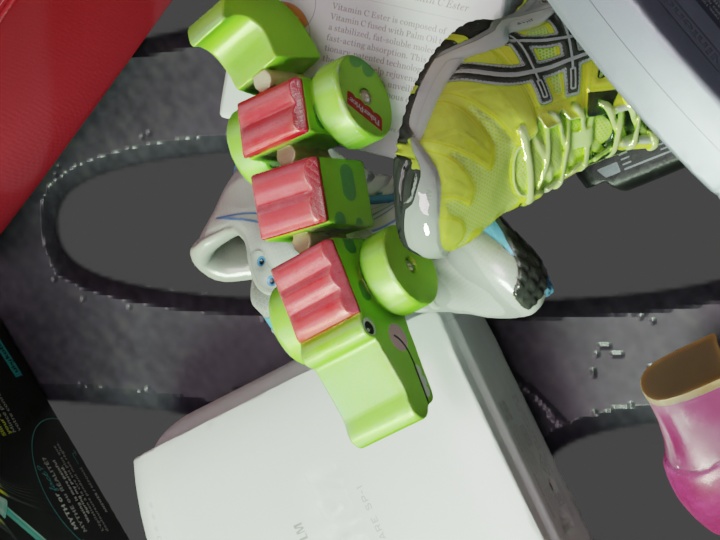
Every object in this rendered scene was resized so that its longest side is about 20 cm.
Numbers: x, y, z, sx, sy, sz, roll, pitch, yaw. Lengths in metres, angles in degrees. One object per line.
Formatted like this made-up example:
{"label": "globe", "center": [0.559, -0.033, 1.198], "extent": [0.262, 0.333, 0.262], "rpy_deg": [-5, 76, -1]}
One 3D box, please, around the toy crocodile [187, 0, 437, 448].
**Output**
{"label": "toy crocodile", "center": [-0.019, -0.024, 1.077], "extent": [0.067, 0.062, 0.201], "rpy_deg": [-22, 78, 32]}

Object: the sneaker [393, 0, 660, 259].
{"label": "sneaker", "center": [0.084, -0.072, 1.064], "extent": [0.076, 0.200, 0.076], "rpy_deg": [20, 138, 29]}

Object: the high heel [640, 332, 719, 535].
{"label": "high heel", "center": [0.228, 0.053, 1.123], "extent": [0.199, 0.067, 0.096], "rpy_deg": [-24, 125, 6]}

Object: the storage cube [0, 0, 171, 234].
{"label": "storage cube", "center": [-0.222, -0.119, 1.187], "extent": [0.171, 0.200, 0.180], "rpy_deg": [41, 102, 12]}

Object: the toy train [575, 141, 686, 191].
{"label": "toy train", "center": [0.183, -0.081, 1.124], "extent": [0.199, 0.034, 0.046], "rpy_deg": [-23, 90, 21]}

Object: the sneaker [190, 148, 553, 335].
{"label": "sneaker", "center": [0.000, 0.000, 1.139], "extent": [0.200, 0.075, 0.087], "rpy_deg": [17, 62, 47]}

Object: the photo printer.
{"label": "photo printer", "center": [-0.004, 0.121, 1.199], "extent": [0.199, 0.069, 0.167], "rpy_deg": [-26, 87, 21]}

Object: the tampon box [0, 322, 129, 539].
{"label": "tampon box", "center": [-0.231, 0.123, 1.214], "extent": [0.126, 0.200, 0.150], "rpy_deg": [-33, 84, 21]}

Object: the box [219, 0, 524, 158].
{"label": "box", "center": [0.026, -0.155, 1.140], "extent": [0.124, 0.097, 0.201], "rpy_deg": [15, 102, 19]}

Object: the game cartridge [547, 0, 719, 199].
{"label": "game cartridge", "center": [0.139, -0.104, 1.043], "extent": [0.200, 0.133, 0.042], "rpy_deg": [50, 130, 2]}
